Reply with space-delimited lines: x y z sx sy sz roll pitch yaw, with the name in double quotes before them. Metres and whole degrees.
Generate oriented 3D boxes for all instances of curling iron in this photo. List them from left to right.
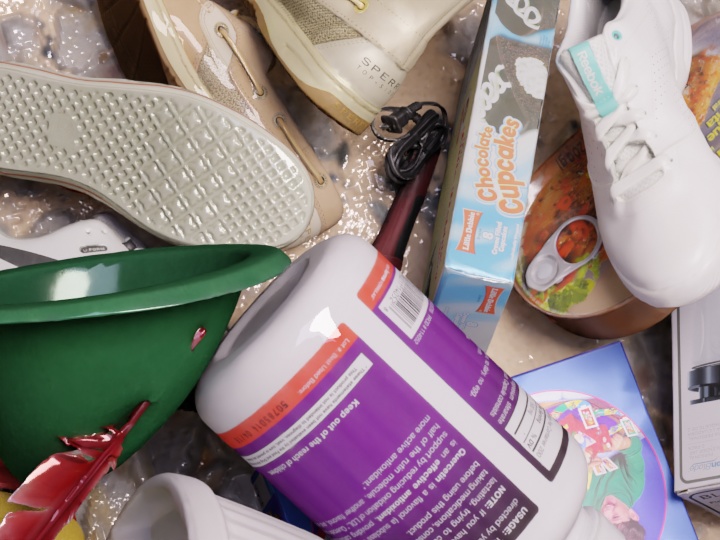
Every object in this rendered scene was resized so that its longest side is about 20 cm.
"curling iron" 0.000 0.000 1.173 0.049 0.025 0.201 33 70 -38

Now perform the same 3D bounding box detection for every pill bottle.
"pill bottle" 0.026 0.085 1.050 0.200 0.112 0.113 44 69 -10

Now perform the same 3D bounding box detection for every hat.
"hat" -0.119 0.090 1.023 0.199 0.166 0.177 -9 98 -13

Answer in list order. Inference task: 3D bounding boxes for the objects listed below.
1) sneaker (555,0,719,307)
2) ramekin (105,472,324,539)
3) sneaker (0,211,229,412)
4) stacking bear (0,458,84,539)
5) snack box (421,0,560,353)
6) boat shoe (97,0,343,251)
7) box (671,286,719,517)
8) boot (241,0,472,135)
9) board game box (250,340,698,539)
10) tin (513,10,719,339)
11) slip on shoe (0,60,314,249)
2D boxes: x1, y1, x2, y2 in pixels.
"sneaker" 0.130 -0.075 1.117 0.075 0.088 0.201 -25 50 23
"ramekin" -0.068 0.198 1.016 0.094 0.202 0.204 14 70 -19
"sneaker" -0.111 0.015 1.123 0.199 0.074 0.089 14 68 -4
"stacking bear" -0.179 0.136 1.058 0.113 0.122 0.201 5 63 -2
"snack box" 0.063 -0.050 1.134 0.037 0.116 0.201 13 58 -1
"boat shoe" -0.077 -0.101 1.174 0.064 0.071 0.201 -26 90 -22
"box" 0.221 0.019 1.156 0.060 0.116 0.201 30 54 -47
"boot" 0.002 -0.185 1.153 0.155 0.073 0.200 -42 49 14
"board game box" 0.061 0.131 1.136 0.199 0.045 0.135 -17 76 -16
"tin" 0.162 -0.049 1.162 0.200 0.042 0.112 -43 41 9
"slip on shoe" -0.112 -0.059 1.126 0.199 0.061 0.075 16 95 17
